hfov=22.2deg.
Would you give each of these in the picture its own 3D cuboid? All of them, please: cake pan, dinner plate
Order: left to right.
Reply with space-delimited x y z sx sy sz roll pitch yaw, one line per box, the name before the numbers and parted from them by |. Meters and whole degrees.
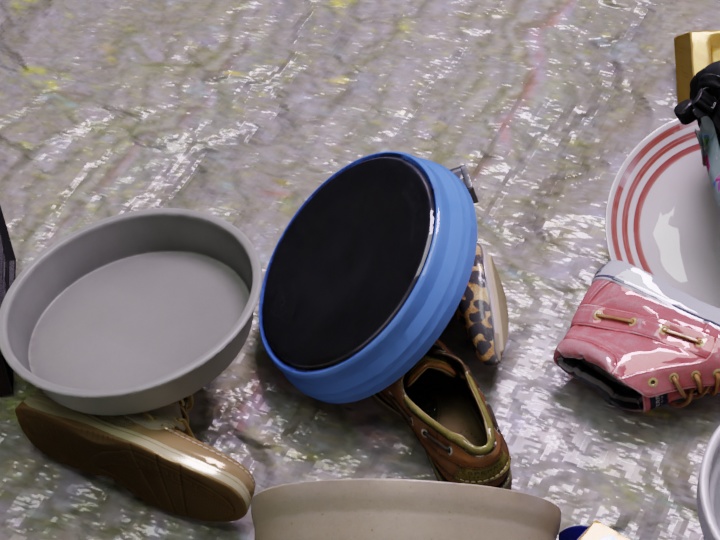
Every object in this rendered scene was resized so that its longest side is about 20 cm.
cake pan | -0.167 0.032 1.353 0.200 0.037 0.200 -8 42 7
dinner plate | 0.291 -0.032 1.432 0.200 0.024 0.200 -1 72 4

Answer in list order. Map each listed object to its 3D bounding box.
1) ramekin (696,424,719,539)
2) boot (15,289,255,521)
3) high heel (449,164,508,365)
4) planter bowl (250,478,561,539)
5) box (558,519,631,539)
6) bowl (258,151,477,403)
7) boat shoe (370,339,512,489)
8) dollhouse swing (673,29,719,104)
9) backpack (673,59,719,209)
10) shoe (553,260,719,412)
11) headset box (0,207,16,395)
ramekin | 0.320 0.177 1.209 0.200 0.105 0.200 -2 47 3
boot | -0.134 0.094 1.359 0.200 0.073 0.155 17 49 28
high heel | 0.036 0.012 1.435 0.142 0.071 0.200 -17 49 6
planter bowl | 0.026 0.216 1.162 0.200 0.200 0.135 1 74 7
box | 0.200 0.238 1.153 0.200 0.119 0.041 27 55 28
bowl | 0.000 0.000 1.376 0.200 0.039 0.201 -29 44 33
boat shoe | 0.054 0.083 1.350 0.072 0.068 0.200 -26 48 -16
dollhouse swing | 0.373 -0.115 1.534 0.200 0.176 0.182 -2 5 4
backpack | 0.339 -0.065 1.361 0.167 0.127 0.200 -17 68 17
shoe | 0.244 0.074 1.347 0.200 0.072 0.091 27 70 20
headset box | -0.376 0.032 1.438 0.200 0.077 0.149 -6 46 -2
